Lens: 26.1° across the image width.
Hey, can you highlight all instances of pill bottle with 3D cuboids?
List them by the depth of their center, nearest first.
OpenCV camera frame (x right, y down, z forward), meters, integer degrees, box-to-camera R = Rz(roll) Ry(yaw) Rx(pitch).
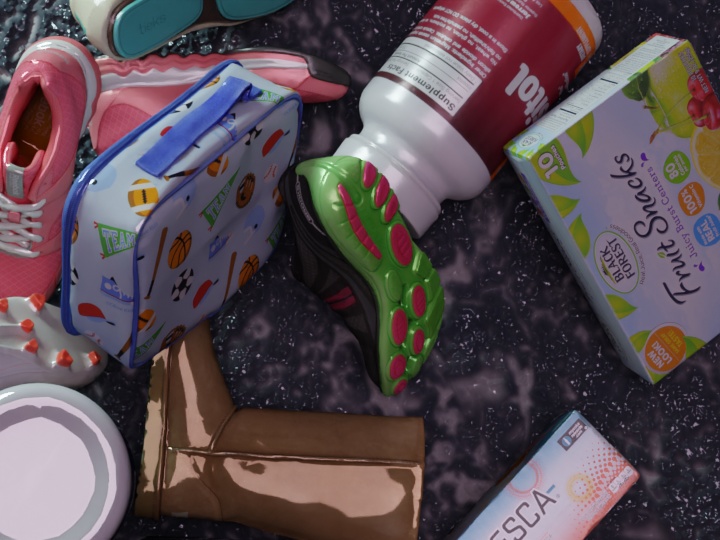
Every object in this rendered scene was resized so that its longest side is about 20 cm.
[{"bbox_3d":[-0.204,0.137,1.012,0.114,0.200,0.117,1,82,-7],"label":"pill bottle"},{"bbox_3d":[0.072,-0.126,1.107,0.113,0.113,0.201,39,83,2],"label":"pill bottle"}]

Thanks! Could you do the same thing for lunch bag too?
[{"bbox_3d":[-0.114,-0.044,1.022,0.075,0.161,0.200,27,47,18],"label":"lunch bag"}]

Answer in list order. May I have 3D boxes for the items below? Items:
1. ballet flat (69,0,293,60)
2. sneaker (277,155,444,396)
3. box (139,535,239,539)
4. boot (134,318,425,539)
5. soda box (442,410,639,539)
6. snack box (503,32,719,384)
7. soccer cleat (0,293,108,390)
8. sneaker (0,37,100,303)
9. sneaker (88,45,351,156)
[{"bbox_3d":[-0.123,-0.205,1.113,0.199,0.069,0.070,-26,84,-39],"label":"ballet flat"},{"bbox_3d":[0.000,0.000,1.082,0.077,0.083,0.202,-42,129,-31],"label":"sneaker"},{"bbox_3d":[-0.100,0.279,1.004,0.122,0.197,0.203,4,82,-3],"label":"box"},{"bbox_3d":[-0.052,0.105,1.100,0.197,0.066,0.178,6,86,-5],"label":"boot"},{"bbox_3d":[0.103,0.193,1.094,0.068,0.064,0.200,44,82,3],"label":"soda box"},{"bbox_3d":[0.207,-0.043,1.096,0.142,0.053,0.201,-36,112,-6],"label":"snack box"},{"bbox_3d":[-0.259,0.060,1.040,0.078,0.199,0.070,-43,63,31],"label":"soccer cleat"},{"bbox_3d":[-0.234,-0.058,1.066,0.073,0.087,0.203,13,105,0],"label":"sneaker"},{"bbox_3d":[-0.104,-0.114,1.126,0.197,0.074,0.088,-3,93,3],"label":"sneaker"}]
